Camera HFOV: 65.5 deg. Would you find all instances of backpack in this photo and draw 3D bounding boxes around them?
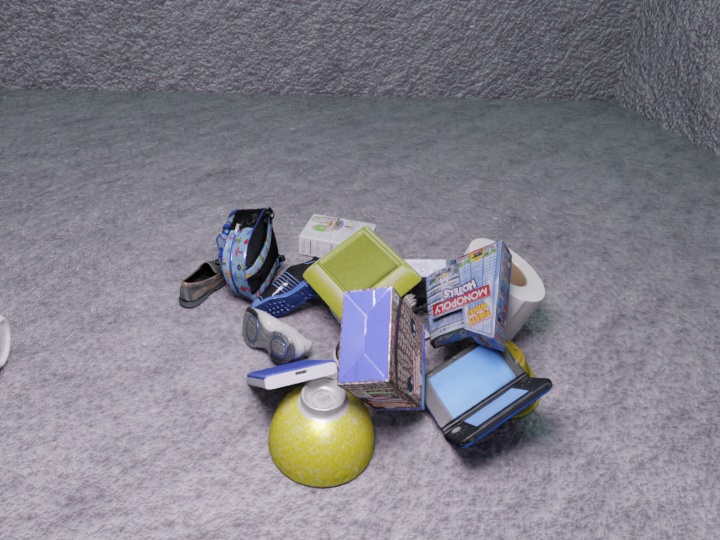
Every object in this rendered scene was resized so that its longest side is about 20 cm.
[{"bbox_3d":[-0.273,-0.027,1.342,0.129,0.187,0.204,1,42,10],"label":"backpack"}]

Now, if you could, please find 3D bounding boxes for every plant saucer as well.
[{"bbox_3d":[0.000,0.000,1.199,0.198,0.049,0.199,-36,58,-18],"label":"plant saucer"}]

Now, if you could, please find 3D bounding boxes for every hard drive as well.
[{"bbox_3d":[-0.132,0.189,1.031,0.127,0.026,0.199,-10,-5,-21],"label":"hard drive"}]

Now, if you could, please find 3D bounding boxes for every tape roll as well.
[{"bbox_3d":[0.297,0.048,1.267,0.197,0.141,0.206,21,34,-15],"label":"tape roll"}]

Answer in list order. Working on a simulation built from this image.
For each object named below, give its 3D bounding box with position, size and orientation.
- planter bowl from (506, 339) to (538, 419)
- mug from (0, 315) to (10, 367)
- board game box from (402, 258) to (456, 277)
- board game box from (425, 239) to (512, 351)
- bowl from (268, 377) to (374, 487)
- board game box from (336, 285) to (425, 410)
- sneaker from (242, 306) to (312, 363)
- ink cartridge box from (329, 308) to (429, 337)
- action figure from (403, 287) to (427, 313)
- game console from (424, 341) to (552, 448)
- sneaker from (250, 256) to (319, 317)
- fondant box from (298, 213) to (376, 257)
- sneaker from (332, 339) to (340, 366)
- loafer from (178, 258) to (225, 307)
[{"bbox_3d":[0.276,0.196,1.137,0.192,0.086,0.203,4,32,-2],"label":"planter bowl"},{"bbox_3d":[-0.762,0.133,1.059,0.168,0.154,0.199,2,0,-15],"label":"mug"},{"bbox_3d":[0.128,-0.007,1.369,0.192,0.045,0.198,1,1,17],"label":"board game box"},{"bbox_3d":[0.214,0.070,1.103,0.195,0.061,0.206,-23,47,28],"label":"board game box"},{"bbox_3d":[-0.065,0.255,0.972,0.192,0.111,0.203,4,31,-2],"label":"bowl"},{"bbox_3d":[0.044,0.146,0.997,0.093,0.200,0.165,-6,64,22],"label":"board game box"},{"bbox_3d":[-0.183,0.139,1.197,0.197,0.077,0.086,31,16,38],"label":"sneaker"},{"bbox_3d":[0.043,0.117,1.287,0.157,0.051,0.201,-18,54,-33],"label":"ink cartridge box"},{"bbox_3d":[0.086,0.074,1.234,0.194,0.105,0.119,-9,37,-29],"label":"action figure"},{"bbox_3d":[0.214,0.207,1.009,0.196,0.171,0.121,-31,84,-9],"label":"game console"},{"bbox_3d":[-0.166,0.039,1.281,0.194,0.071,0.079,-25,48,4],"label":"sneaker"},{"bbox_3d":[-0.062,-0.089,1.574,0.192,0.060,0.146,11,32,9],"label":"fondant box"},{"bbox_3d":[0.041,0.164,1.145,0.192,0.081,0.076,-4,55,-10],"label":"sneaker"},{"bbox_3d":[-0.372,0.013,1.361,0.069,0.065,0.201,12,32,12],"label":"loafer"}]
